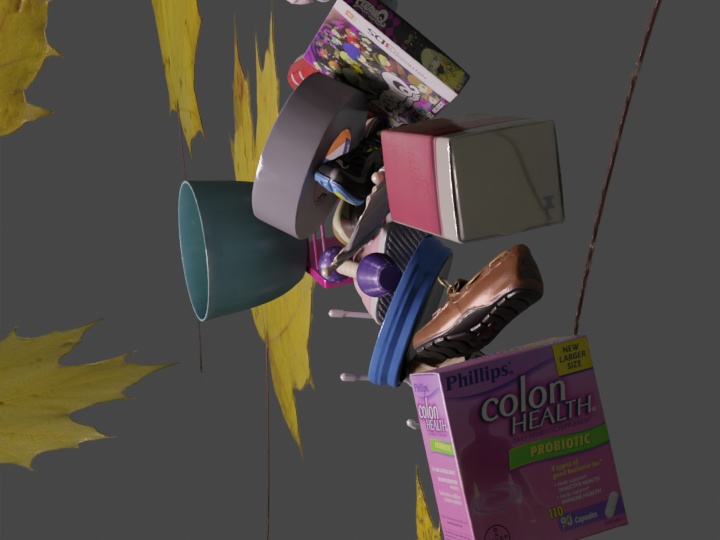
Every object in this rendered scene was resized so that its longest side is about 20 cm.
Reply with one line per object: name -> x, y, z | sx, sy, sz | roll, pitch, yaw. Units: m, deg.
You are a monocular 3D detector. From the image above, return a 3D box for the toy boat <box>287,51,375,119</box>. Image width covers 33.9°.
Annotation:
toy boat -> -0.047, -0.231, 1.661 | 0.132, 0.129, 0.200 | -63, 14, -4

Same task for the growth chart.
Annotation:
growth chart -> 0.027, -0.086, 1.449 | 0.018, 0.145, 0.201 | 39, 136, 10

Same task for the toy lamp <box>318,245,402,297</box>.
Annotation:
toy lamp -> 0.000, 0.000, 1.527 | 0.199, 0.057, 0.059 | -166, 65, -67

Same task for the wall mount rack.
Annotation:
wall mount rack -> 0.041, 0.126, 1.630 | 0.174, 0.074, 0.202 | 43, -157, -39

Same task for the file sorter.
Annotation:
file sorter -> -0.024, -0.073, 1.744 | 0.200, 0.137, 0.128 | -143, 45, -65

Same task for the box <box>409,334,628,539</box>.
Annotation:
box -> 0.165, 0.187, 1.241 | 0.097, 0.173, 0.204 | 159, 99, -73

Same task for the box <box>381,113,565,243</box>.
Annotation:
box -> 0.117, -0.105, 1.281 | 0.200, 0.126, 0.111 | -157, 57, -69

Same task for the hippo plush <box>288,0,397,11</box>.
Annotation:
hippo plush -> 0.003, -0.388, 1.501 | 0.161, 0.158, 0.201 | 44, 144, 19

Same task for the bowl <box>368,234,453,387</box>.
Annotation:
bowl -> 0.067, 0.056, 1.509 | 0.201, 0.039, 0.204 | 23, -91, -80

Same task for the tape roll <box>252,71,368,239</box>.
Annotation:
tape roll -> -0.062, -0.144, 1.497 | 0.065, 0.201, 0.202 | 24, 143, 11

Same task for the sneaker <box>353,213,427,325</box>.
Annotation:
sneaker -> 0.039, -0.037, 1.603 | 0.105, 0.074, 0.203 | 49, 129, 55

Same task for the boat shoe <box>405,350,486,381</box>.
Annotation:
boat shoe -> 0.135, 0.126, 1.429 | 0.198, 0.071, 0.066 | 17, 108, 47

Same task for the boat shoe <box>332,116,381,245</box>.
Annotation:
boat shoe -> 0.020, -0.126, 1.605 | 0.064, 0.072, 0.203 | -25, 45, 52

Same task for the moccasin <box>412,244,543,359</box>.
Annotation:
moccasin -> 0.128, 0.038, 1.361 | 0.202, 0.073, 0.079 | -48, 39, 45

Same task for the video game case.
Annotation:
video game case -> 0.027, -0.252, 1.456 | 0.180, 0.036, 0.200 | 39, 163, -6

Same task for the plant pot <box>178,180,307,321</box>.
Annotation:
plant pot -> -0.169, -0.038, 1.730 | 0.200, 0.158, 0.205 | 172, 90, -71

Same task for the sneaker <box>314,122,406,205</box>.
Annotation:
sneaker -> 0.010, -0.138, 1.446 | 0.070, 0.199, 0.084 | 35, 122, 16
